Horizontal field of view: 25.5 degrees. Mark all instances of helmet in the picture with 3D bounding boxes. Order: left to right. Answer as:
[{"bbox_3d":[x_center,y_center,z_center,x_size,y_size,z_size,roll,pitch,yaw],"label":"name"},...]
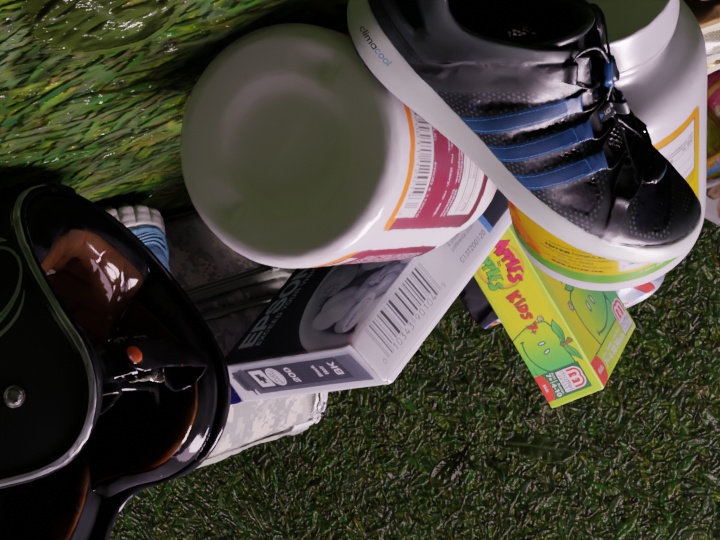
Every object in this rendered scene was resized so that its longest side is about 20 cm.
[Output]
[{"bbox_3d":[-0.185,0.073,0.823,0.191,0.200,0.200,-39,169,16],"label":"helmet"}]

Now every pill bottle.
[{"bbox_3d":[0.001,-0.061,0.817,0.114,0.115,0.200,-25,173,20],"label":"pill bottle"},{"bbox_3d":[0.125,-0.085,0.831,0.111,0.111,0.200,-22,147,-3],"label":"pill bottle"}]

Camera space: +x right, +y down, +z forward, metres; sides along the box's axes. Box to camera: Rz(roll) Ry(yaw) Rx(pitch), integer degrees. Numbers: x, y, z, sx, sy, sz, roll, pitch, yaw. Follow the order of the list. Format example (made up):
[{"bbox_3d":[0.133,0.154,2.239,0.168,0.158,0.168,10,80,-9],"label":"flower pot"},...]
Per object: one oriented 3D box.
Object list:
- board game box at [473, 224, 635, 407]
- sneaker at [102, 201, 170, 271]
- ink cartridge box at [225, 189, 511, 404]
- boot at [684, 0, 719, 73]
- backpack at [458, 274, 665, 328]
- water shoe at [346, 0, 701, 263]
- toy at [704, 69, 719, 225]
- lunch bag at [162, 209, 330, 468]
[{"bbox_3d":[0.124,-0.012,1.168,0.048,0.200,0.102,-25,-167,32],"label":"board game box"},{"bbox_3d":[-0.196,0.024,0.941,0.199,0.090,0.078,-17,172,-26],"label":"sneaker"},{"bbox_3d":[0.000,0.000,1.001,0.200,0.043,0.198,-15,-149,53],"label":"ink cartridge box"},{"bbox_3d":[0.199,-0.139,0.970,0.199,0.072,0.155,-14,162,-18],"label":"boot"},{"bbox_3d":[0.170,-0.045,1.317,0.199,0.154,0.191,-21,-151,31],"label":"backpack"},{"bbox_3d":[0.086,-0.076,0.705,0.079,0.200,0.072,-41,-158,45],"label":"water shoe"},{"bbox_3d":[0.231,-0.098,1.018,0.115,0.047,0.200,-47,-145,0],"label":"toy"},{"bbox_3d":[-0.128,0.056,1.103,0.200,0.168,0.139,-17,172,-45],"label":"lunch bag"}]
